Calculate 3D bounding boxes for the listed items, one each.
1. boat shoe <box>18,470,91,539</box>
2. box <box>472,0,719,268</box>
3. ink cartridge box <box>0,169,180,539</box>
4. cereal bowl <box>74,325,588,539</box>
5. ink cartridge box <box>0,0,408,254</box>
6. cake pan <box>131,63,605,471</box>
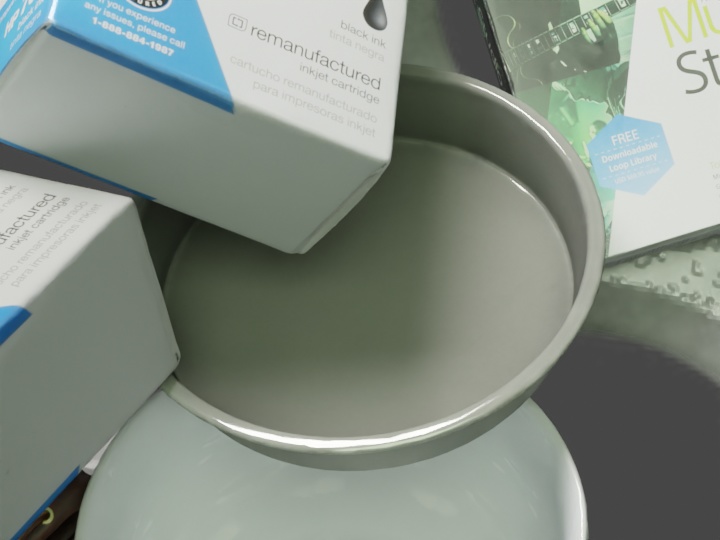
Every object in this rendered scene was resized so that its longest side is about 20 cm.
[{"bbox_3d":[-0.177,0.155,0.906,0.070,0.070,0.201,30,80,5],"label":"boat shoe"},{"bbox_3d":[0.125,-0.111,0.983,0.143,0.036,0.202,-17,80,-5],"label":"box"},{"bbox_3d":[-0.193,0.027,0.853,0.199,0.085,0.146,12,43,30],"label":"ink cartridge box"},{"bbox_3d":[-0.009,0.123,0.894,0.198,0.084,0.201,-4,48,4],"label":"cereal bowl"},{"bbox_3d":[-0.059,-0.129,0.900,0.145,0.086,0.201,21,56,-21],"label":"ink cartridge box"},{"bbox_3d":[0.000,0.000,0.916,0.198,0.037,0.201,-4,50,4],"label":"cake pan"}]
